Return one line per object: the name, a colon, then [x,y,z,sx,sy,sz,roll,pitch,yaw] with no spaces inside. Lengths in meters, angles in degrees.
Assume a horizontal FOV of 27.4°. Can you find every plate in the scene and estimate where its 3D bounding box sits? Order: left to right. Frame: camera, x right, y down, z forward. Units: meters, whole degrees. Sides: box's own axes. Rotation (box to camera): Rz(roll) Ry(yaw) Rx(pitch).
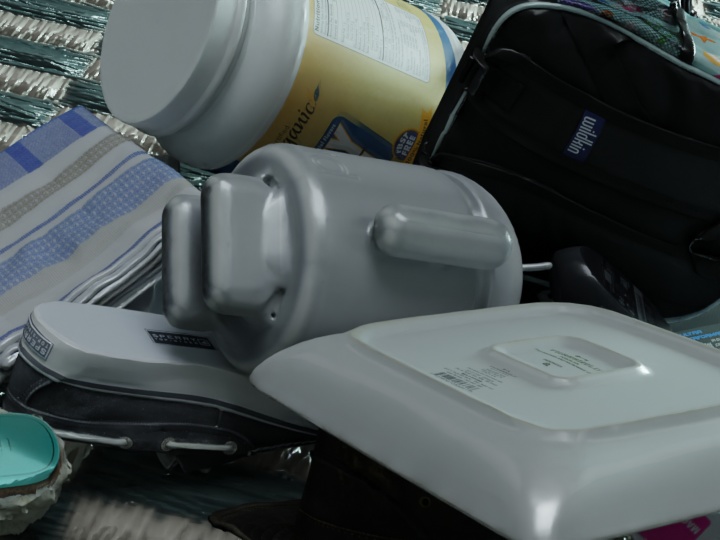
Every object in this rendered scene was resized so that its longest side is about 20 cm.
plate: [0.084,0.050,0.618,0.199,0.033,0.199,-6,18,-34]

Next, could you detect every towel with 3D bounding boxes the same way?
towel: [-0.173,-0.024,0.815,0.147,0.024,0.200,-37,38,-14]

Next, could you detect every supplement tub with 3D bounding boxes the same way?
supplement tub: [-0.045,-0.120,0.916,0.199,0.145,0.145,17,24,-39]

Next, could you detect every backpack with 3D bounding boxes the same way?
backpack: [0.143,-0.072,0.838,0.199,0.178,0.151,24,34,-1]

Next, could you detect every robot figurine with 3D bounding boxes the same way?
robot figurine: [0.000,0.000,0.741,0.199,0.114,0.169,7,-12,-35]

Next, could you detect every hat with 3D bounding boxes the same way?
hat: [0.036,0.097,0.660,0.199,0.082,0.201,12,-1,0]

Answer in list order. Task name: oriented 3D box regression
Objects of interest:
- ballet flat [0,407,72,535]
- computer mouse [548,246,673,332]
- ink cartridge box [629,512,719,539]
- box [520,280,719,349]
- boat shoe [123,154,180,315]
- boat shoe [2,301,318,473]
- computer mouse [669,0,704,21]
ballet flat: [-0.229,0.096,0.652,0.199,0.072,0.072,8,32,-25]
computer mouse: [0.171,0.062,0.797,0.200,0.034,0.059,44,20,-8]
ink cartridge box: [0.143,0.102,0.702,0.119,0.042,0.200,43,8,-15]
box: [0.171,0.028,0.900,0.199,0.046,0.159,-9,39,-27]
boat shoe: [-0.139,-0.008,0.853,0.065,0.074,0.200,2,24,-5]
boat shoe: [-0.083,0.069,0.750,0.199,0.068,0.072,12,22,-34]
computer mouse: [0.201,-0.110,1.045,0.052,0.139,0.201,6,60,27]
